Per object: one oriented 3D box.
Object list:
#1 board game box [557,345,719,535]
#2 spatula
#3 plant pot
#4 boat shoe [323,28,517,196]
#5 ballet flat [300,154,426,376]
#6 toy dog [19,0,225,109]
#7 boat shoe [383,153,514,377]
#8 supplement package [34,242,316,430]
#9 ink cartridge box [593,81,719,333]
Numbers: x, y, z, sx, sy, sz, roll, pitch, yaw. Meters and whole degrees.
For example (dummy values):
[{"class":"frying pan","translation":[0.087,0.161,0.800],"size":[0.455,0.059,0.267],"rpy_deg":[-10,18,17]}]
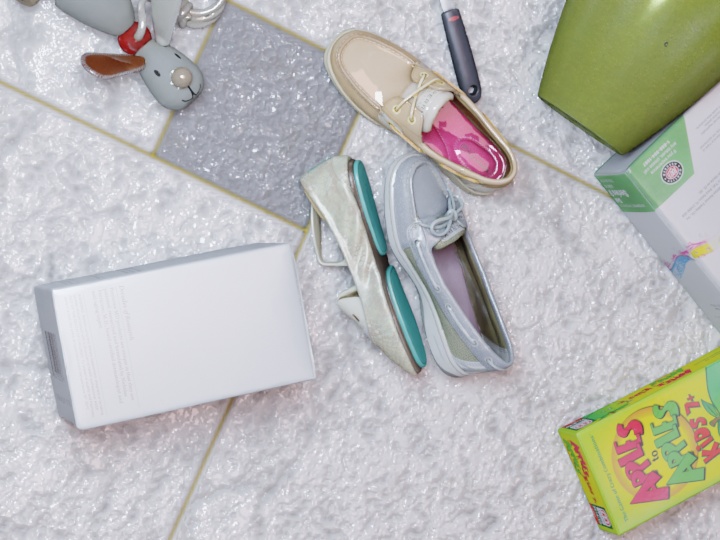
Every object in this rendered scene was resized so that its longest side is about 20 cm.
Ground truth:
[{"class":"board game box","translation":[0.289,0.148,1.782],"size":[0.200,0.048,0.102],"rpy_deg":[-26,98,-15]},{"class":"spatula","translation":[0.071,-0.242,1.728],"size":[0.056,0.021,0.201],"rpy_deg":[-19,96,-17]},{"class":"plant pot","translation":[0.249,-0.207,1.714],"size":[0.187,0.187,0.200],"rpy_deg":[33,95,-14]},{"class":"boat shoe","translation":[0.059,-0.140,1.700],"size":[0.200,0.069,0.074],"rpy_deg":[36,81,-14]},{"class":"ballet flat","translation":[0.000,0.000,1.698],"size":[0.062,0.067,0.201],"rpy_deg":[-18,92,13]},{"class":"toy dog","translation":[-0.200,-0.220,1.600],"size":[0.200,0.096,0.132],"rpy_deg":[25,84,-15]},{"class":"boat shoe","translation":[0.078,-0.006,1.696],"size":[0.074,0.065,0.203],"rpy_deg":[-25,101,-47]},{"class":"supplement package","translation":[-0.153,0.050,1.614],"size":[0.199,0.117,0.118],"rpy_deg":[-12,93,-15]},{"class":"ink cartridge box","translation":[0.332,-0.059,1.773],"size":[0.145,0.087,0.200],"rpy_deg":[-43,100,-11]}]
